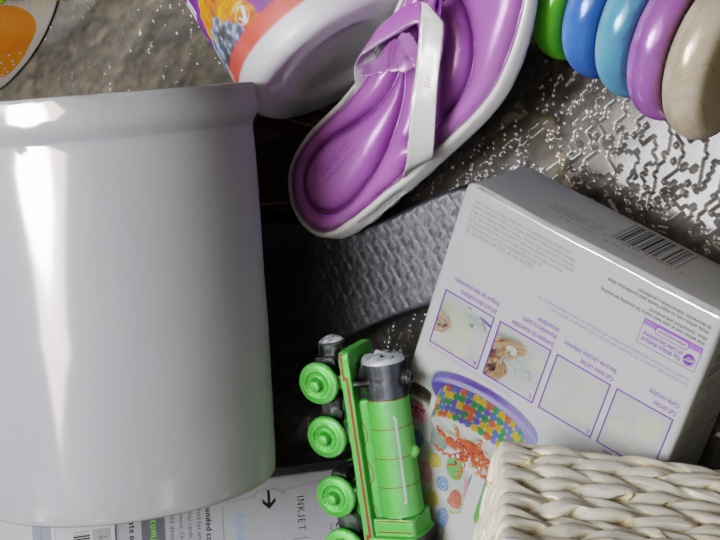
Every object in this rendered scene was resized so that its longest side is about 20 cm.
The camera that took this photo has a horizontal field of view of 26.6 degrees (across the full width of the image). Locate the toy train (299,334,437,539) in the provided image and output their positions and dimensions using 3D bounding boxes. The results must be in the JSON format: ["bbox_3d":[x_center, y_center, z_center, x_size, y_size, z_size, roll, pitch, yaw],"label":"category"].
[{"bbox_3d":[0.011,0.131,0.792,0.056,0.042,0.202,-2,102,27],"label":"toy train"}]

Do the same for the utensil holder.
[{"bbox_3d":[-0.126,0.011,0.773,0.169,0.170,0.202,-1,98,31],"label":"utensil holder"}]

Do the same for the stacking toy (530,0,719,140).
[{"bbox_3d":[0.104,-0.140,0.766,0.199,0.085,0.086,29,107,30],"label":"stacking toy"}]

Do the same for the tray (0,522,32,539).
[{"bbox_3d":[-0.225,0.167,0.928,0.107,0.022,0.200,31,116,-9],"label":"tray"}]

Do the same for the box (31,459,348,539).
[{"bbox_3d":[-0.073,0.189,0.821,0.041,0.199,0.157,0,93,61],"label":"box"}]

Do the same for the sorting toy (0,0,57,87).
[{"bbox_3d":[-0.277,-0.225,0.929,0.106,0.180,0.201,-20,83,30],"label":"sorting toy"}]

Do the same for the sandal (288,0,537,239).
[{"bbox_3d":[0.020,-0.089,0.772,0.083,0.050,0.203,50,124,24],"label":"sandal"}]

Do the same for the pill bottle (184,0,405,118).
[{"bbox_3d":[-0.061,-0.194,0.841,0.111,0.111,0.201,-40,72,26],"label":"pill bottle"}]

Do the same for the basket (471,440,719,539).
[{"bbox_3d":[0.139,0.165,0.677,0.198,0.124,0.136,9,116,-4],"label":"basket"}]

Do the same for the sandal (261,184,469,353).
[{"bbox_3d":[0.001,0.001,0.860,0.199,0.043,0.077,-9,96,24],"label":"sandal"}]

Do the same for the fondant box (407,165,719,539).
[{"bbox_3d":[0.098,0.069,0.769,0.144,0.058,0.201,30,118,26],"label":"fondant box"}]

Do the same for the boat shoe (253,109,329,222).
[{"bbox_3d":[-0.090,-0.063,0.890,0.199,0.070,0.071,1,89,29],"label":"boat shoe"}]
